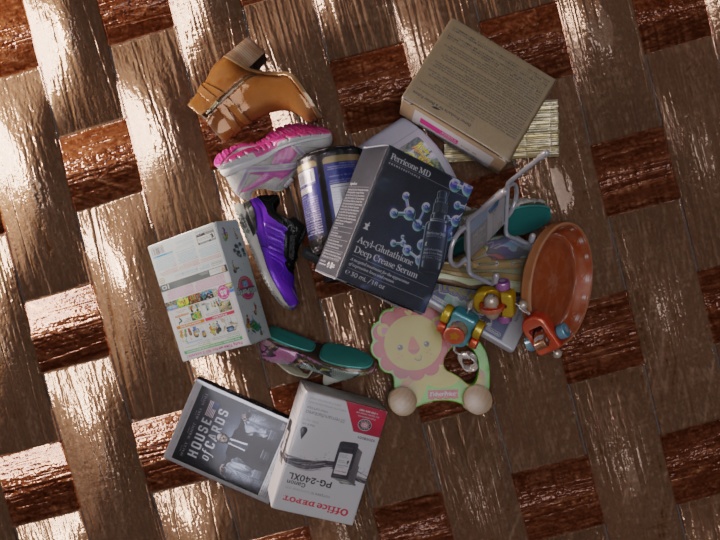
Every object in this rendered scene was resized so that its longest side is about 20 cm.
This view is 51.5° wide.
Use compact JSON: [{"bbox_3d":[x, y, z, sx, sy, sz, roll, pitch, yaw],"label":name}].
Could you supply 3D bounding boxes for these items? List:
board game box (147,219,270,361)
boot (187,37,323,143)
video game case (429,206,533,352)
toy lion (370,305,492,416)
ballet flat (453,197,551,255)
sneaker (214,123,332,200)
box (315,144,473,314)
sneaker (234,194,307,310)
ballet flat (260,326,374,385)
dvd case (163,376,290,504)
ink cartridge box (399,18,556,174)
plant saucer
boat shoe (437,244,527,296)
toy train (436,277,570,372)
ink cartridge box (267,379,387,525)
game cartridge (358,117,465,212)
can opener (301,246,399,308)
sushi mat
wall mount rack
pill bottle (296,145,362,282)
[{"bbox_3d":[-0.247,0.034,1.218,0.147,0.064,0.201,-15,91,28],"label":"board game box"},{"bbox_3d":[-0.172,-0.267,1.225,0.200,0.074,0.155,41,87,14],"label":"boot"},{"bbox_3d":[0.201,0.008,1.229,0.199,0.023,0.183,30,72,0],"label":"video game case"},{"bbox_3d":[0.116,0.143,1.251,0.198,0.069,0.193,-1,85,0],"label":"toy lion"},{"bbox_3d":[0.214,-0.086,1.215,0.199,0.072,0.072,-18,92,-16],"label":"ballet flat"},{"bbox_3d":[-0.136,-0.179,1.232,0.199,0.081,0.089,-22,119,-8],"label":"sneaker"},{"bbox_3d":[0.047,-0.059,1.083,0.148,0.107,0.201,22,88,-21],"label":"box"},{"bbox_3d":[-0.128,-0.038,1.227,0.099,0.070,0.201,-24,82,-5],"label":"sneaker"},{"bbox_3d":[-0.075,0.152,1.251,0.199,0.069,0.072,15,117,7],"label":"ballet flat"},{"bbox_3d":[-0.216,0.289,1.273,0.199,0.025,0.151,24,92,-1],"label":"dvd case"},{"bbox_3d":[0.186,-0.280,1.204,0.199,0.075,0.165,32,82,2],"label":"ink cartridge box"},{"bbox_3d":[0.312,0.022,1.197,0.032,0.200,0.202,9,93,43],"label":"plant saucer"},{"bbox_3d":[0.183,-0.008,1.178,0.199,0.072,0.077,7,94,-19],"label":"boat shoe"},{"bbox_3d":[0.206,0.098,1.136,0.199,0.056,0.151,-25,102,36],"label":"toy train"},{"bbox_3d":[-0.056,0.301,1.231,0.144,0.083,0.201,16,92,-12],"label":"ink cartridge box"},{"bbox_3d":[0.078,-0.150,1.209,0.133,0.041,0.201,-32,66,-2],"label":"game cartridge"},{"bbox_3d":[0.000,0.000,1.252,0.199,0.067,0.054,27,93,13],"label":"can opener"},{"bbox_3d":[0.237,-0.234,1.254,0.198,0.012,0.096,-3,91,1],"label":"sushi mat"},{"bbox_3d":[0.207,-0.082,1.083,0.074,0.200,0.175,23,138,31],"label":"wall mount rack"},{"bbox_3d":[-0.033,-0.086,1.175,0.111,0.112,0.202,-9,87,1],"label":"pill bottle"}]
